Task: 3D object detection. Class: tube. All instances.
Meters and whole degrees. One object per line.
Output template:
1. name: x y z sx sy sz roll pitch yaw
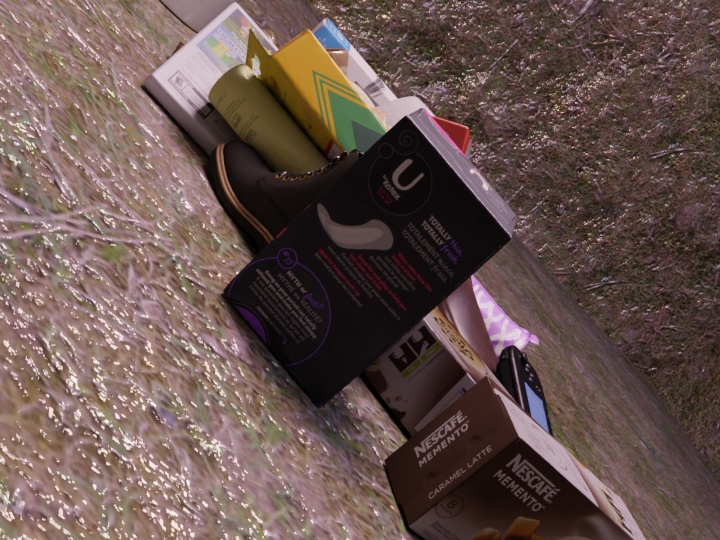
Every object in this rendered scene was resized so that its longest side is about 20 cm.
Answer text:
1. tube: -0.067 -0.108 1.068 0.201 0.052 0.058 50 0 5

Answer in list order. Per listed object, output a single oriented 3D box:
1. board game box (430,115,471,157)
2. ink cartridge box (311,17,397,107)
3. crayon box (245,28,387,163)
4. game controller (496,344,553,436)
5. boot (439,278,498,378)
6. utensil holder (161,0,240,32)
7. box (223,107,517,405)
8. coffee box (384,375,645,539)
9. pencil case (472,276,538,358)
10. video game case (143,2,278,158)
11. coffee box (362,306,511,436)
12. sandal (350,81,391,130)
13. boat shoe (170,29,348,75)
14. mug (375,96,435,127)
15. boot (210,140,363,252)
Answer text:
1. board game box: 0.063 -0.056 1.031 0.040 0.156 0.200 16 4 6
2. ink cartridge box: -0.030 -0.197 1.429 0.200 0.146 0.086 47 10 -13
3. crayon box: -0.035 -0.145 1.080 0.201 0.051 0.127 52 -15 2
4. game controller: 0.189 0.182 1.198 0.104 0.042 0.203 35 38 -45
5. boot: 0.115 0.076 1.231 0.167 0.071 0.201 -108 172 -52
6. utensil holder: -0.190 -0.439 1.463 0.170 0.200 0.170 46 11 -12
7. box: 0.010 -0.013 0.868 0.123 0.200 0.106 48 16 -1
8. coffee box: 0.129 0.192 0.890 0.200 0.114 0.080 43 13 -31
9. pencil case: 0.142 0.043 1.476 0.201 0.085 0.084 50 13 -3
10. video game case: -0.106 -0.162 1.147 0.200 0.022 0.183 47 41 -12
11. coffee box: 0.086 0.123 1.026 0.201 0.080 0.113 51 11 10
12. sandal: 0.033 -0.110 1.193 0.077 0.069 0.215 -13 88 -45
13. boat shoe: -0.112 -0.239 1.248 0.196 0.066 0.071 9 18 -10
14. mug: 0.042 -0.094 1.305 0.201 0.175 0.147 55 13 25
15. boot: -0.046 -0.079 0.997 0.077 0.139 0.201 5 42 -52
